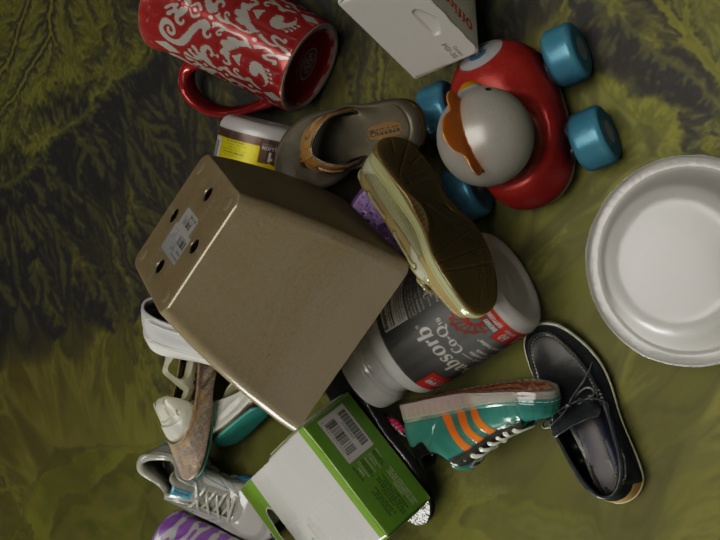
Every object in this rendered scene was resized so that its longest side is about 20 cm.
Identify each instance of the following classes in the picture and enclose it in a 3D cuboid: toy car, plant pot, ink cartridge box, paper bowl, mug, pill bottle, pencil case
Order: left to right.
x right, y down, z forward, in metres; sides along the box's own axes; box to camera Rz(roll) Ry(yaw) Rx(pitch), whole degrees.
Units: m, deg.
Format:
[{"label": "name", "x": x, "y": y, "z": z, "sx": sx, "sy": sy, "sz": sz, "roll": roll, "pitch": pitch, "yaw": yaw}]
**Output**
[{"label": "pencil case", "x": -0.160, "y": 0.357, "z": 1.467, "sx": 0.199, "sy": 0.084, "sz": 0.086, "roll": 21, "pitch": 58, "yaw": 30}, {"label": "mug", "x": -0.132, "y": -0.260, "z": 1.432, "sx": 0.199, "sy": 0.178, "sz": 0.134, "roll": 30, "pitch": 66, "yaw": 21}, {"label": "pill bottle", "x": -0.124, "y": -0.069, "z": 1.421, "sx": 0.108, "sy": 0.109, "sz": 0.202, "roll": 17, "pitch": 100, "yaw": 28}, {"label": "plant pot", "x": -0.105, "y": -0.001, "z": 1.236, "sx": 0.201, "sy": 0.176, "sz": 0.200, "roll": -54, "pitch": 31, "yaw": 7}, {"label": "ink cartridge box", "x": -0.036, "y": 0.247, "z": 1.382, "sx": 0.148, "sy": 0.076, "sz": 0.200, "roll": 51, "pitch": 142, "yaw": 7}, {"label": "ink cartridge box", "x": 0.046, "y": -0.319, "z": 1.255, "sx": 0.082, "sy": 0.146, "sz": 0.202, "roll": -19, "pitch": 55, "yaw": 29}, {"label": "pill bottle", "x": 0.079, "y": 0.057, "z": 1.307, "sx": 0.199, "sy": 0.116, "sz": 0.117, "roll": -34, "pitch": 76, "yaw": 26}, {"label": "toy car", "x": 0.127, "y": -0.148, "z": 1.225, "sx": 0.183, "sy": 0.200, "sz": 0.178, "roll": -21, "pitch": 81, "yaw": 28}, {"label": "paper bowl", "x": 0.311, "y": -0.010, "z": 1.181, "sx": 0.199, "sy": 0.104, "sz": 0.203, "roll": 0, "pitch": 91, "yaw": 30}]

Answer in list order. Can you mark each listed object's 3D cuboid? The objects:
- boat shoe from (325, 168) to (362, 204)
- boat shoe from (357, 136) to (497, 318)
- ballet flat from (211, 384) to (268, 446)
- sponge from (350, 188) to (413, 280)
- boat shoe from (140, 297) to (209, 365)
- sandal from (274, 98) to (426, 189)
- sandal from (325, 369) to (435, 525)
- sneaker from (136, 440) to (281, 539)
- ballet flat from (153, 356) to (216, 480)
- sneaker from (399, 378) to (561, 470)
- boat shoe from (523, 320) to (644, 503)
[{"label": "boat shoe", "x": -0.028, "y": -0.091, "z": 1.389, "sx": 0.071, "sy": 0.066, "sz": 0.202, "roll": 25, "pitch": 109, "yaw": -4}, {"label": "boat shoe", "x": 0.063, "y": -0.034, "z": 1.219, "sx": 0.201, "sy": 0.073, "sz": 0.063, "roll": 57, "pitch": 139, "yaw": 14}, {"label": "ballet flat", "x": -0.108, "y": 0.135, "z": 1.450, "sx": 0.199, "sy": 0.069, "sz": 0.070, "roll": -33, "pitch": 76, "yaw": 27}, {"label": "sponge", "x": 0.000, "y": 0.000, "z": 1.370, "sx": 0.111, "sy": 0.030, "sz": 0.200, "roll": 36, "pitch": 110, "yaw": -11}, {"label": "boat shoe", "x": -0.155, "y": 0.064, "z": 1.409, "sx": 0.198, "sy": 0.069, "sz": 0.072, "roll": 12, "pitch": 53, "yaw": 17}, {"label": "sandal", "x": -0.021, "y": -0.128, "z": 1.293, "sx": 0.199, "sy": 0.054, "sz": 0.083, "roll": -8, "pitch": 98, "yaw": 39}, {"label": "sandal", "x": 0.031, "y": 0.186, "z": 1.369, "sx": 0.075, "sy": 0.045, "sz": 0.201, "roll": -29, "pitch": 92, "yaw": 48}, {"label": "sneaker", "x": -0.185, "y": 0.267, "z": 1.480, "sx": 0.199, "sy": 0.086, "sz": 0.076, "roll": 23, "pitch": 101, "yaw": 26}, {"label": "ballet flat", "x": -0.206, "y": 0.141, "z": 1.463, "sx": 0.068, "sy": 0.067, "sz": 0.202, "roll": -16, "pitch": 60, "yaw": 46}, {"label": "sneaker", "x": 0.128, "y": 0.160, "z": 1.280, "sx": 0.199, "sy": 0.071, "sz": 0.081, "roll": -15, "pitch": 88, "yaw": 45}, {"label": "boat shoe", "x": 0.221, "y": 0.142, "z": 1.260, "sx": 0.074, "sy": 0.062, "sz": 0.201, "roll": -31, "pitch": 75, "yaw": 28}]
